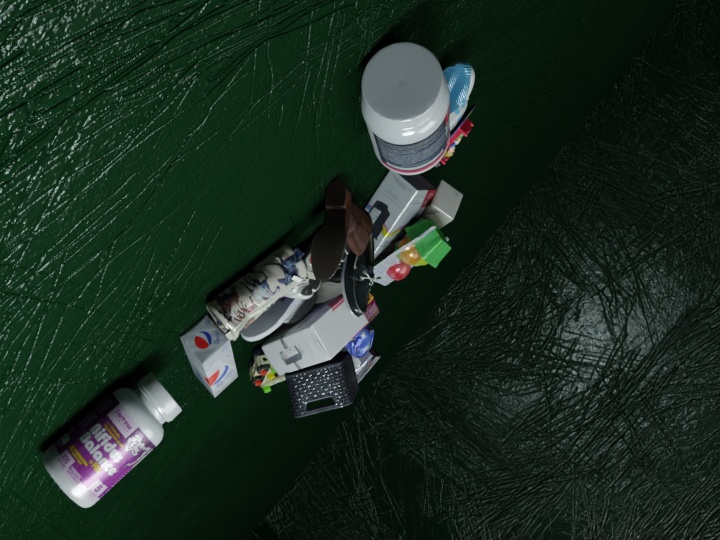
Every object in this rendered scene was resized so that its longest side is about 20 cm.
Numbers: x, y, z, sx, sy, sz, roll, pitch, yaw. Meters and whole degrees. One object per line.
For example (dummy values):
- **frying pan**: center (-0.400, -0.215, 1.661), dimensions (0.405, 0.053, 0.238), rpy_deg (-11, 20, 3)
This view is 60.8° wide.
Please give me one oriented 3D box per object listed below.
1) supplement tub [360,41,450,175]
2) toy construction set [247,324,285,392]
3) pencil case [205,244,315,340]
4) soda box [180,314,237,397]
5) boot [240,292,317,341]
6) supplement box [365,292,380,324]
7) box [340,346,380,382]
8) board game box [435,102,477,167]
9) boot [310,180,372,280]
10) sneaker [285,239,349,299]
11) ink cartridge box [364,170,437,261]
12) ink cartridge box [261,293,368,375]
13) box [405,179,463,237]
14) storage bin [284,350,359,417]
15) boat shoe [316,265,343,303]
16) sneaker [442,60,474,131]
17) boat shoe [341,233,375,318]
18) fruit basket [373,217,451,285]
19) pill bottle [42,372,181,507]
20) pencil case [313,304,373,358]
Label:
- **supplement tub**: center (0.074, -0.251, 0.977), dimensions (0.141, 0.140, 0.200), rpy_deg (-47, 165, -3)
- **toy construction set**: center (-0.197, 0.214, 1.446), dimensions (0.128, 0.093, 0.203), rpy_deg (-10, 138, -28)
- **pencil case**: center (-0.176, 0.038, 1.073), dimensions (0.199, 0.088, 0.079), rpy_deg (-40, 134, -27)
- **soda box**: center (-0.277, 0.164, 1.138), dimensions (0.063, 0.068, 0.201), rpy_deg (-40, 164, -24)
- **boot**: center (-0.158, 0.090, 1.255), dimensions (0.199, 0.073, 0.097), rpy_deg (-42, 148, -25)
- **supplement box**: center (-0.021, 0.082, 1.585), dimensions (0.086, 0.110, 0.200), rpy_deg (-45, 165, -5)
- **box**: center (-0.068, 0.196, 1.560), dimensions (0.133, 0.200, 0.115), rpy_deg (-48, 164, 3)
- **board game box**: center (0.201, -0.281, 1.329), dimensions (0.159, 0.039, 0.200), rpy_deg (-51, -173, 1)
- **boot**: center (-0.028, -0.053, 1.181), dimensions (0.200, 0.062, 0.192), rpy_deg (46, 55, -71)
- **sneaker**: center (-0.097, -0.023, 1.225), dimensions (0.082, 0.082, 0.200), rpy_deg (-9, -148, 49)
- **ink cartridge box**: center (0.069, -0.125, 1.386), dimensions (0.202, 0.082, 0.145), rpy_deg (-55, 165, 21)
- **ink cartridge box**: center (-0.099, 0.136, 1.307), dimensions (0.198, 0.086, 0.145), rpy_deg (-23, -168, 47)
- **box**: center (0.164, -0.138, 1.503), dimensions (0.200, 0.067, 0.084), rpy_deg (-37, -155, 61)
- **storage bin**: center (-0.083, 0.252, 1.390), dimensions (0.132, 0.096, 0.200), rpy_deg (-15, 180, 5)
- **boat shoe**: center (-0.069, 0.024, 1.394), dimensions (0.196, 0.061, 0.075), rpy_deg (-11, 146, -34)
- **sneaker**: center (0.177, -0.341, 1.200), dimensions (0.081, 0.076, 0.201), rpy_deg (-48, 173, -24)
- **boat shoe**: center (0.000, 0.000, 1.272), dimensions (0.059, 0.205, 0.075), rpy_deg (-18, 148, 24)
- **fruit basket**: center (0.106, -0.036, 1.423), dimensions (0.197, 0.096, 0.185), rpy_deg (-29, 163, 15)
- **pill bottle**: center (-0.387, 0.262, 0.976), dimensions (0.200, 0.112, 0.113), rpy_deg (-43, 165, -21)
- **pencil case**: center (-0.059, 0.127, 1.428), dimensions (0.079, 0.197, 0.087), rpy_deg (-61, 153, 1)
